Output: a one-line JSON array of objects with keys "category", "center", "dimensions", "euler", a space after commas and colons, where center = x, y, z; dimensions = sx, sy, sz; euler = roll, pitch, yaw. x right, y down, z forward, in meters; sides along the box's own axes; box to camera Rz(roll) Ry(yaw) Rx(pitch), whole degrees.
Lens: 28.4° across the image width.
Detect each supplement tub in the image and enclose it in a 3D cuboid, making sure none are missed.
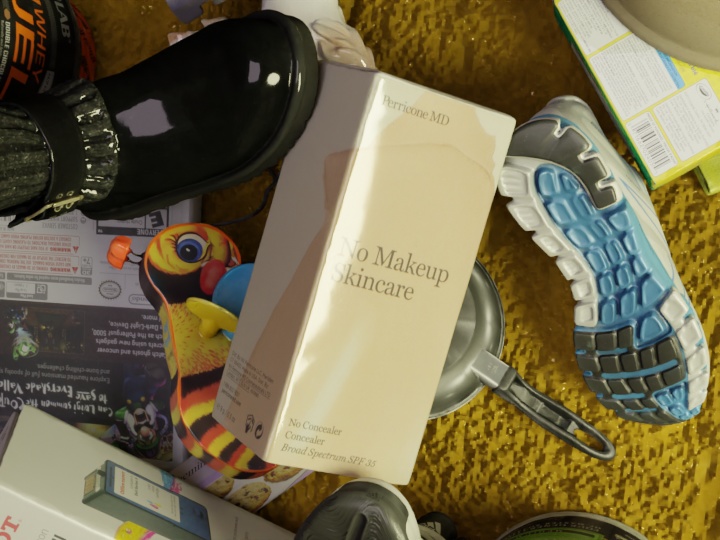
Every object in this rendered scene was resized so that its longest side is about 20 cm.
[{"category": "supplement tub", "center": [-0.246, -0.135, 0.837], "dimensions": [0.121, 0.200, 0.124], "euler": [0, 91, 19]}]

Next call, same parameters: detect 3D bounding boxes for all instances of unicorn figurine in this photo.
[{"category": "unicorn figurine", "center": [-0.039, -0.152, 0.838], "dimensions": [0.136, 0.074, 0.203], "euler": [5, 97, 22]}]

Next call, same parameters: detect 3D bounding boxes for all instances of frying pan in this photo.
[{"category": "frying pan", "center": [0.051, 0.059, 0.822], "dimensions": [0.114, 0.031, 0.191], "euler": [-34, 78, -11]}]

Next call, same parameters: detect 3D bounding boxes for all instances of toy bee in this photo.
[{"category": "toy bee", "center": [-0.096, 0.020, 0.836], "dimensions": [0.107, 0.131, 0.202], "euler": [5, 53, -13]}]

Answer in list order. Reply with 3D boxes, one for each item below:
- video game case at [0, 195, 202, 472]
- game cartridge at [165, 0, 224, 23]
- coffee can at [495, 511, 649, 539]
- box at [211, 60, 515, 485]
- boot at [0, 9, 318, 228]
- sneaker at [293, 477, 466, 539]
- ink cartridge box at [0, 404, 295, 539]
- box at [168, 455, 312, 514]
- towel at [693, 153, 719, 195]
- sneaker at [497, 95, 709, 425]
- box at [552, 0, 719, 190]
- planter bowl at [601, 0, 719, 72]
[{"category": "video game case", "center": [-0.198, 0.031, 0.927], "dimensions": [0.197, 0.023, 0.184], "euler": [3, 93, 17]}, {"category": "game cartridge", "center": [-0.041, -0.239, 0.812], "dimensions": [0.199, 0.038, 0.130], "euler": [-30, 58, 7]}, {"category": "coffee can", "center": [0.098, 0.220, 0.746], "dimensions": [0.144, 0.200, 0.148], "euler": [1, 93, 17]}, {"category": "box", "center": [0.000, 0.000, 0.747], "dimensions": [0.078, 0.094, 0.202], "euler": [25, 101, 60]}, {"category": "boot", "center": [-0.138, -0.075, 0.736], "dimensions": [0.210, 0.157, 0.080], "euler": [-27, 72, 36]}, {"category": "sneaker", "center": [0.014, 0.157, 0.790], "dimensions": [0.075, 0.116, 0.202], "euler": [19, 136, 16]}, {"category": "ink cartridge box", "center": [-0.148, 0.192, 0.834], "dimensions": [0.199, 0.088, 0.146], "euler": [29, 112, -12]}, {"category": "box", "center": [-0.076, 0.126, 0.875], "dimensions": [0.199, 0.039, 0.041], "euler": [-36, 120, 16]}, {"category": "towel", "center": [0.187, -0.150, 0.794], "dimensions": [0.085, 0.018, 0.202], "euler": [-27, 85, 18]}, {"category": "sneaker", "center": [0.146, -0.009, 0.789], "dimensions": [0.074, 0.087, 0.202], "euler": [-15, 112, 28]}, {"category": "box", "center": [0.215, -0.143, 0.758], "dimensions": [0.199, 0.048, 0.118], "euler": [-29, 85, 8]}, {"category": "planter bowl", "center": [0.196, -0.204, 0.673], "dimensions": [0.197, 0.135, 0.203], "euler": [0, 88, 8]}]
